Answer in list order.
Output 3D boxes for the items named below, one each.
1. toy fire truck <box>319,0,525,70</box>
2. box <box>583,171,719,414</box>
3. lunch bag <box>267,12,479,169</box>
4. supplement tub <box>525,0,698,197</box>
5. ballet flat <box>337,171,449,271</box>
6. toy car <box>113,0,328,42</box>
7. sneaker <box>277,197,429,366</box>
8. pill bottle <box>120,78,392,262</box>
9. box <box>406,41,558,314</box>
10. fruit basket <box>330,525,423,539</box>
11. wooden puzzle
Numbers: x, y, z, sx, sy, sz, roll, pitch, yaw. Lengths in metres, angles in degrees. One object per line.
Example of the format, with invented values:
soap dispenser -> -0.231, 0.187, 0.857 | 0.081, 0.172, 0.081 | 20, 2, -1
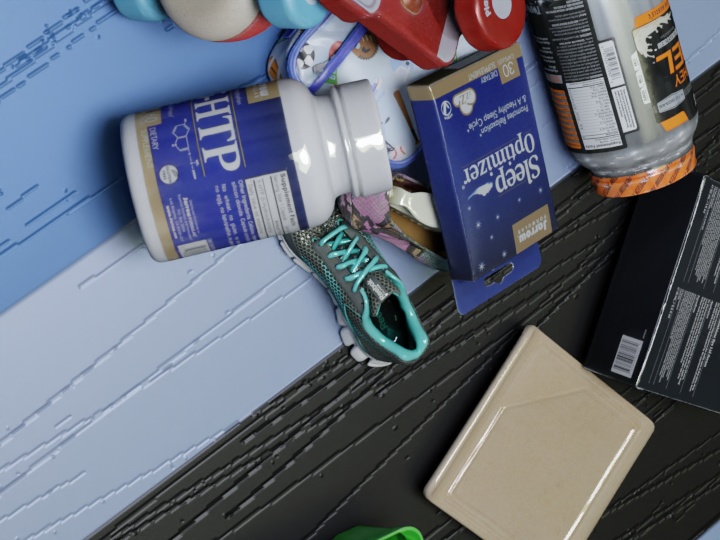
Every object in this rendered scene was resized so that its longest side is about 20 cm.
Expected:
toy fire truck -> 0.047, -0.261, 1.309 | 0.167, 0.111, 0.202 | 30, 68, -44
box -> 0.306, 0.019, 1.592 | 0.140, 0.079, 0.202 | 18, 91, -37
lunch bag -> 0.022, -0.192, 1.436 | 0.160, 0.075, 0.201 | 42, 79, -23
supplement tub -> 0.226, -0.175, 1.508 | 0.122, 0.122, 0.202 | -26, 110, -19
ballet flat -> 0.066, -0.040, 1.452 | 0.199, 0.071, 0.070 | 20, 82, -45
toy car -> -0.066, -0.271, 1.353 | 0.199, 0.183, 0.179 | -10, 105, -53
sneaker -> 0.000, 0.000, 1.447 | 0.077, 0.091, 0.201 | -40, 113, -15
pill bottle -> -0.080, -0.085, 1.345 | 0.198, 0.120, 0.121 | -13, 105, -2
box -> 0.107, -0.076, 1.419 | 0.121, 0.032, 0.202 | -30, 114, -41
fruit basket -> -0.013, 0.321, 1.435 | 0.214, 0.215, 0.157 | -21, 107, -21
wooden puzzle -> 0.166, 0.174, 1.591 | 0.200, 0.037, 0.186 | 38, 81, -30
